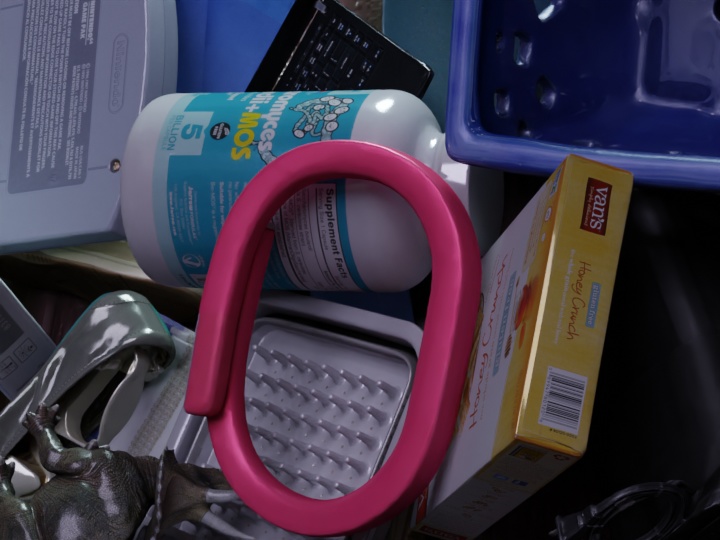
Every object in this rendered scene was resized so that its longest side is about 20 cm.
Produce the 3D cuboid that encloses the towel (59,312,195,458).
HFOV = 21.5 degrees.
[{"bbox_3d":[-0.102,0.117,1.130,0.199,0.024,0.148,27,84,39],"label":"towel"}]

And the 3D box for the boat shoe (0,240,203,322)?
[{"bbox_3d":[-0.172,-0.017,1.234,0.199,0.072,0.065,12,66,34],"label":"boat shoe"}]

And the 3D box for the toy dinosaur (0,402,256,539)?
[{"bbox_3d":[-0.160,0.138,0.999,0.199,0.077,0.102,-34,44,-10],"label":"toy dinosaur"}]

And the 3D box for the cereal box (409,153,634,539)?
[{"bbox_3d":[0.076,0.046,0.950,0.039,0.200,0.145,16,67,-8],"label":"cereal box"}]

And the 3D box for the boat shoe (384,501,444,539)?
[{"bbox_3d":[0.015,0.166,1.048,0.064,0.073,0.201,-3,59,40],"label":"boat shoe"}]

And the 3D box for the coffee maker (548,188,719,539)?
[{"bbox_3d":[0.167,0.058,0.973,0.134,0.192,0.201,-32,50,20],"label":"coffee maker"}]

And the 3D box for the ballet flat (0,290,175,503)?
[{"bbox_3d":[-0.187,0.100,1.140,0.200,0.067,0.064,-49,60,6],"label":"ballet flat"}]

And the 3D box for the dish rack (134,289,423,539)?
[{"bbox_3d":[-0.040,0.116,1.037,0.171,0.043,0.201,12,76,45],"label":"dish rack"}]

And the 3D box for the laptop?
[{"bbox_3d":[-0.081,-0.102,1.189,0.200,0.103,0.178,43,107,46],"label":"laptop"}]

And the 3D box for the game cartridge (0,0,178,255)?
[{"bbox_3d":[-0.175,-0.113,1.194,0.133,0.040,0.202,-6,75,36],"label":"game cartridge"}]

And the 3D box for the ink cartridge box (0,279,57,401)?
[{"bbox_3d":[-0.265,0.004,1.199,0.047,0.160,0.200,-45,54,-11],"label":"ink cartridge box"}]

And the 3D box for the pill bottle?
[{"bbox_3d":[-0.024,-0.044,1.054,0.198,0.111,0.112,1,60,20],"label":"pill bottle"}]

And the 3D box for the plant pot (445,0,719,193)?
[{"bbox_3d":[0.173,-0.139,0.973,0.199,0.179,0.202,6,92,30],"label":"plant pot"}]

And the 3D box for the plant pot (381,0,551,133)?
[{"bbox_3d":[0.108,-0.160,1.156,0.134,0.201,0.201,1,52,-19],"label":"plant pot"}]

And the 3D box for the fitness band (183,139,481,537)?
[{"bbox_3d":[-0.013,0.035,0.966,0.143,0.037,0.202,11,89,23],"label":"fitness band"}]

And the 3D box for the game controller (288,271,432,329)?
[{"bbox_3d":[0.000,0.000,1.119,0.104,0.042,0.202,-12,84,27],"label":"game controller"}]
